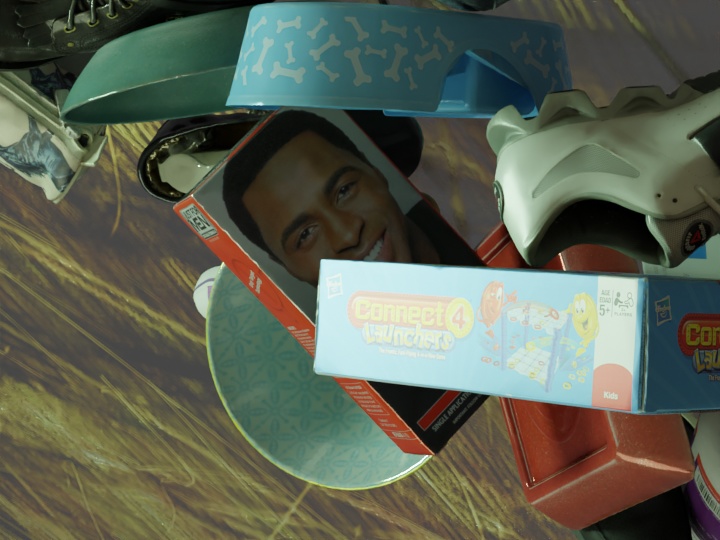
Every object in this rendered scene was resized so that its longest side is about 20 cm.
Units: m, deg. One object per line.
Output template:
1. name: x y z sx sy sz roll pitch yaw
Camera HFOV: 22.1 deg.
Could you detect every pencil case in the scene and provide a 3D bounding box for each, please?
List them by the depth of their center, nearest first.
1. pencil case: -0.240 -0.123 1.105 0.200 0.078 0.089 35 155 -19

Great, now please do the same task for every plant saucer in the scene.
1. plant saucer: -0.071 -0.117 1.026 0.199 0.036 0.200 -11 179 0
2. plant saucer: 0.117 0.045 1.085 0.037 0.201 0.200 -11 167 -16

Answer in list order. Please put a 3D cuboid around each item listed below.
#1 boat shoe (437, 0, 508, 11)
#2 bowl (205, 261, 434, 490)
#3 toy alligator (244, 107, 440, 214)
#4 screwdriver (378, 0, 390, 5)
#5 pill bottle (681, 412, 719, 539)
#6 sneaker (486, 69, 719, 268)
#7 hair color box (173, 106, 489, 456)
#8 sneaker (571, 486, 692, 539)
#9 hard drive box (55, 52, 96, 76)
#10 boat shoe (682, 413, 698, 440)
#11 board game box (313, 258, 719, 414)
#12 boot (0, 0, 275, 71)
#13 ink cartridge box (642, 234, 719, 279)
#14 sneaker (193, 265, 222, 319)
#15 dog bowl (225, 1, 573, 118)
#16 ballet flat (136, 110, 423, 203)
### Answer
1. boat shoe: 0.075 -0.162 0.825 0.200 0.071 0.091 17 161 48
2. bowl: 0.003 0.041 1.281 0.199 0.201 0.108 24 -159 18
3. toy alligator: -0.017 -0.047 1.182 0.200 0.059 0.054 37 123 16
4. screwdriver: -0.007 -0.178 0.965 0.029 0.028 0.200 54 178 29
5. pill bottle: 0.259 0.135 1.170 0.112 0.113 0.200 26 159 14
6. sneaker: 0.161 -0.042 0.848 0.199 0.089 0.074 -12 147 12
7. hair color box: 0.000 0.000 1.048 0.200 0.102 0.061 46 166 -8
8. sneaker: 0.159 0.104 1.160 0.082 0.073 0.201 108 145 -67
9. hard drive box: -0.268 -0.201 1.179 0.155 0.077 0.200 9 150 44
10. boat shoe: 0.212 0.148 1.325 0.074 0.066 0.200 17 155 34
11. board game box: 0.115 0.029 0.869 0.195 0.056 0.199 3 -179 -44
12. boot: -0.130 -0.161 1.017 0.199 0.070 0.174 -5 177 -25
13. ink cartridge box: 0.245 -0.004 0.938 0.199 0.067 0.116 21 157 24
14. sneaker: -0.079 0.064 1.471 0.200 0.115 0.073 13 154 42
15. dog bowl: 0.024 -0.101 0.910 0.199 0.050 0.111 -1 -175 -44
16. ballet flat: -0.057 -0.066 1.125 0.199 0.073 0.073 1 146 35
